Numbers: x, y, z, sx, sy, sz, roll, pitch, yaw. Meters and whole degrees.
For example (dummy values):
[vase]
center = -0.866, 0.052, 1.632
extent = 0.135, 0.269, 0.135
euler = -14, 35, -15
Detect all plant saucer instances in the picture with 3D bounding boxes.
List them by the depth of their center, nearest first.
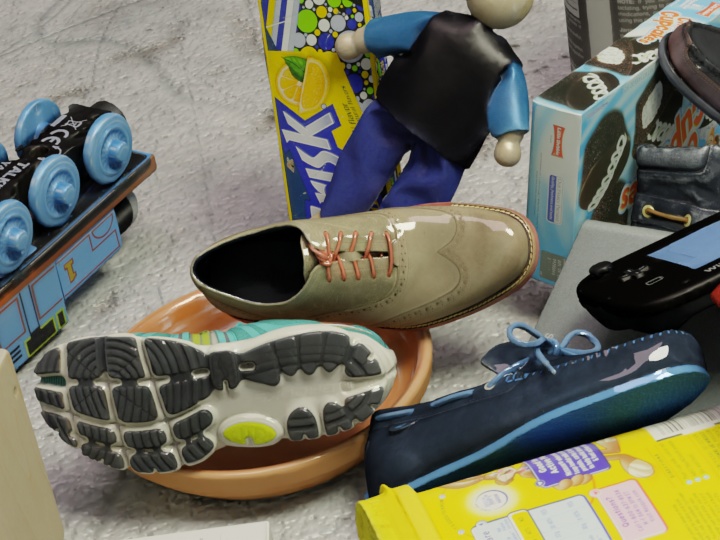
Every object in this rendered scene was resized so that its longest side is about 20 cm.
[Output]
[plant saucer]
center = -0.055, 0.068, 1.196
extent = 0.199, 0.038, 0.201
euler = -7, 32, 5

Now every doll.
[doll]
center = 0.037, -0.094, 1.206
extent = 0.136, 0.201, 0.048
euler = 40, 23, 20

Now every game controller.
[game controller]
center = 0.213, -0.019, 1.097
extent = 0.199, 0.042, 0.104
euler = -25, 4, -12

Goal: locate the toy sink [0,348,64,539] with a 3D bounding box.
[toy sink]
center = -0.274, 0.124, 1.089
extent = 0.199, 0.131, 0.112
euler = -5, 33, 11

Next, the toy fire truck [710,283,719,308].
[toy fire truck]
center = 0.265, 0.079, 0.962
extent = 0.112, 0.200, 0.168
euler = -52, 23, 9

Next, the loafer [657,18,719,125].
[loafer]
center = 0.271, -0.103, 1.235
extent = 0.199, 0.063, 0.072
euler = 27, 44, -19

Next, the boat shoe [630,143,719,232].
[boat shoe]
center = 0.247, -0.027, 1.184
extent = 0.199, 0.092, 0.071
euler = 4, 7, 23

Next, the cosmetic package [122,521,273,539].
[cosmetic package]
center = -0.130, 0.192, 0.962
extent = 0.199, 0.108, 0.085
euler = -10, 33, 5

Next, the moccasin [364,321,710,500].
[moccasin]
center = 0.079, 0.064, 1.057
extent = 0.199, 0.080, 0.069
euler = -23, 61, 23

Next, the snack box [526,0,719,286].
[snack box]
center = 0.165, -0.082, 1.262
extent = 0.037, 0.117, 0.200
euler = 19, 35, 29

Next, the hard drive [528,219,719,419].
[hard drive]
center = 0.190, 0.047, 1.124
extent = 0.199, 0.033, 0.140
euler = 10, 57, 30

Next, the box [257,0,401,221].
[box]
center = -0.015, -0.095, 1.279
extent = 0.070, 0.201, 0.064
euler = -5, 19, 9

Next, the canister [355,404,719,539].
[canister]
center = 0.113, 0.145, 0.983
extent = 0.199, 0.087, 0.149
euler = -15, 33, -9

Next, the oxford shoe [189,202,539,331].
[oxford shoe]
center = 0.000, 0.000, 1.164
extent = 0.199, 0.071, 0.075
euler = -10, -8, 17

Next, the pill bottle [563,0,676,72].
[pill bottle]
center = 0.188, -0.188, 1.366
extent = 0.110, 0.201, 0.111
euler = -7, 33, 4

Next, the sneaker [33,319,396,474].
[sneaker]
center = -0.078, 0.063, 1.131
extent = 0.199, 0.078, 0.080
euler = -3, 12, 7

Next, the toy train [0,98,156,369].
[toy train]
center = -0.208, -0.027, 1.316
extent = 0.086, 0.115, 0.200
euler = 13, 40, 28
